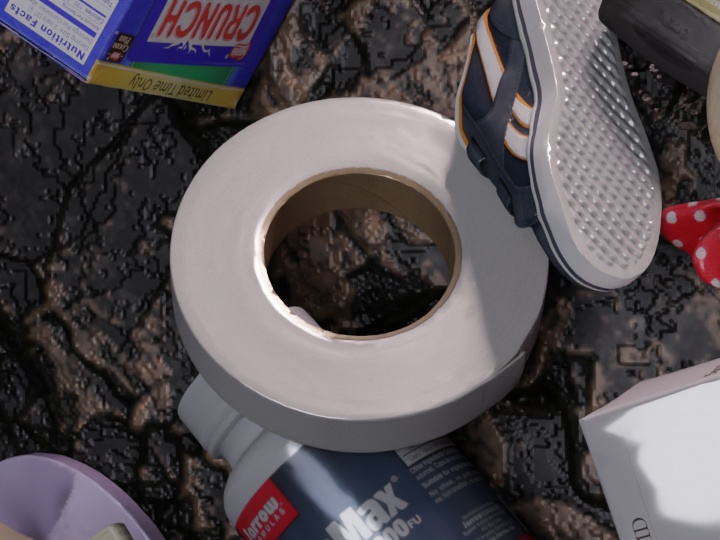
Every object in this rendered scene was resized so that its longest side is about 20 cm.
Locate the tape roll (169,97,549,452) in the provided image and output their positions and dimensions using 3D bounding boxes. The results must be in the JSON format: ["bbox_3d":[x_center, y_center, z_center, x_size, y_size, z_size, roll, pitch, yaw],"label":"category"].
[{"bbox_3d":[0.000,0.000,1.340,0.202,0.037,0.203,1,58,-2],"label":"tape roll"}]

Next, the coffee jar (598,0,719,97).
[{"bbox_3d":[0.210,-0.184,1.292,0.104,0.085,0.200,36,103,17],"label":"coffee jar"}]

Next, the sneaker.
[{"bbox_3d":[0.100,-0.062,1.318,0.079,0.078,0.201,-42,40,40],"label":"sneaker"}]

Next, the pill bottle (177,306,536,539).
[{"bbox_3d":[-0.002,0.123,1.360,0.120,0.120,0.200,-46,75,15],"label":"pill bottle"}]

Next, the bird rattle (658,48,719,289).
[{"bbox_3d":[0.236,-0.066,1.259,0.199,0.113,0.164,-16,108,24],"label":"bird rattle"}]

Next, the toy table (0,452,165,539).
[{"bbox_3d":[-0.174,0.196,1.428,0.200,0.117,0.184,47,105,16],"label":"toy table"}]

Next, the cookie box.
[{"bbox_3d":[-0.083,-0.194,1.362,0.075,0.171,0.200,35,103,20],"label":"cookie box"}]

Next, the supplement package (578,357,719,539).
[{"bbox_3d":[0.223,0.088,1.186,0.199,0.120,0.122,-20,89,21],"label":"supplement package"}]
